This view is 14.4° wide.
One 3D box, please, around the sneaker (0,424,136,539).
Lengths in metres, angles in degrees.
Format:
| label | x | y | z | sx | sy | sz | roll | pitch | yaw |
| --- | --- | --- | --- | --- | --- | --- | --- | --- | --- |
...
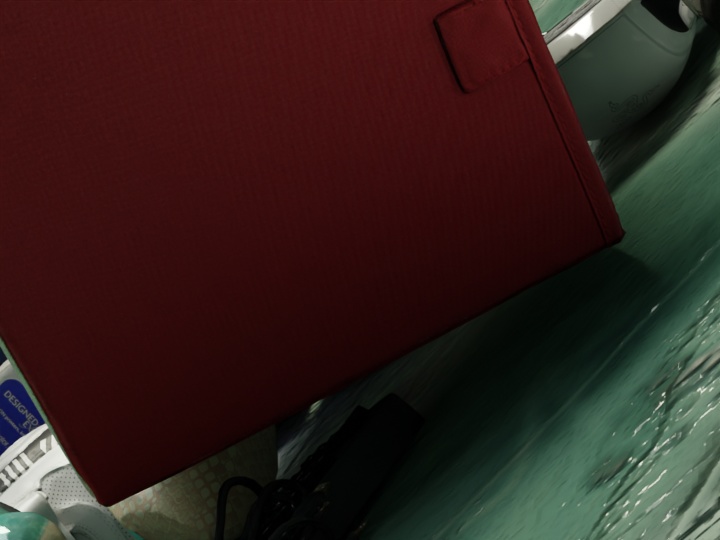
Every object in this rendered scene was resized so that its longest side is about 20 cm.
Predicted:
| label | x | y | z | sx | sy | sz | roll | pitch | yaw |
| --- | --- | --- | --- | --- | --- | --- | --- | --- | --- |
| sneaker | -0.122 | 0.124 | 0.980 | 0.199 | 0.075 | 0.115 | -32 | 21 | 2 |

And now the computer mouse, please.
| label | x | y | z | sx | sy | sz | roll | pitch | yaw |
| --- | --- | --- | --- | --- | --- | --- | --- | --- | --- |
| computer mouse | 0.093 | -0.079 | 1.047 | 0.109 | 0.044 | 0.200 | -37 | 4 | 17 |

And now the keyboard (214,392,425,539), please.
| label | x | y | z | sx | sy | sz | roll | pitch | yaw |
| --- | --- | --- | --- | --- | --- | --- | --- | --- | --- |
| keyboard | -0.047 | 0.096 | 0.840 | 0.104 | 0.040 | 0.200 | -37 | 11 | 47 |

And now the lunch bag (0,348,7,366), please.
| label | x | y | z | sx | sy | sz | roll | pitch | yaw |
| --- | --- | --- | --- | --- | --- | --- | --- | --- | --- |
| lunch bag | -0.161 | -0.029 | 1.228 | 0.132 | 0.200 | 0.137 | -33 | -42 | -31 |

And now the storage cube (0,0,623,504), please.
| label | x | y | z | sx | sy | sz | roll | pitch | yaw |
| --- | --- | --- | --- | --- | --- | --- | --- | --- | --- |
| storage cube | -0.051 | -0.070 | 0.868 | 0.179 | 0.201 | 0.171 | -27 | 34 | -2 |

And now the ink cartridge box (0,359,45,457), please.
| label | x | y | z | sx | sy | sz | roll | pitch | yaw |
| --- | --- | --- | --- | --- | --- | --- | --- | --- | --- |
| ink cartridge box | -0.139 | 0.105 | 1.070 | 0.200 | 0.095 | 0.037 | -42 | 7 | 19 |

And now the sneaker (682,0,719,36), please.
| label | x | y | z | sx | sy | sz | roll | pitch | yaw |
| --- | --- | --- | --- | --- | --- | --- | --- | --- | --- |
| sneaker | 0.171 | -0.138 | 0.866 | 0.200 | 0.066 | 0.091 | -46 | 9 | 20 |

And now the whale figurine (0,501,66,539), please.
| label | x | y | z | sx | sy | sz | roll | pitch | yaw |
| --- | --- | --- | --- | --- | --- | --- | --- | --- | --- |
| whale figurine | -0.143 | 0.130 | 0.816 | 0.160 | 0.103 | 0.200 | -58 | 4 | 10 |

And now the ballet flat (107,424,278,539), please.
| label | x | y | z | sx | sy | sz | roll | pitch | yaw |
| --- | --- | --- | --- | --- | --- | --- | --- | --- | --- |
| ballet flat | -0.064 | 0.020 | 0.980 | 0.067 | 0.063 | 0.200 | -2 | 30 | -5 |
